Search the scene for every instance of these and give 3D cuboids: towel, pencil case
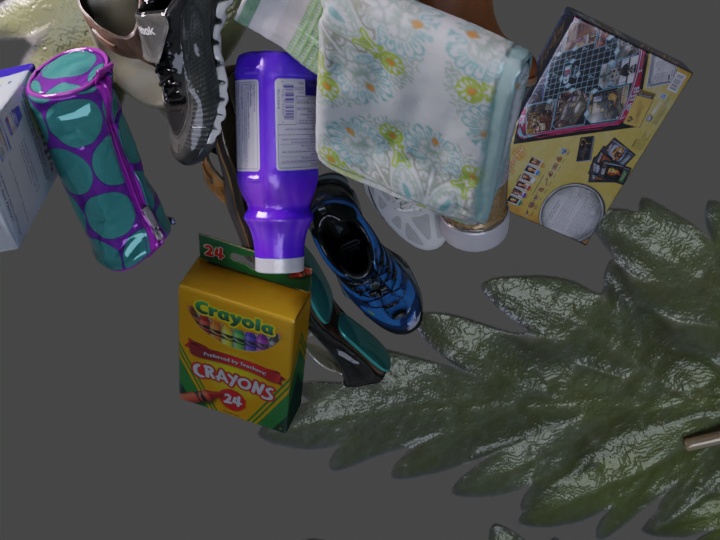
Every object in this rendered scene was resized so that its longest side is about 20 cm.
[{"bbox_3d":[-0.009,-0.196,0.897,0.199,0.031,0.149,36,153,-1],"label":"towel"},{"bbox_3d":[0.043,-0.130,0.872,0.170,0.048,0.201,24,146,12],"label":"towel"},{"bbox_3d":[-0.241,-0.102,1.012,0.092,0.085,0.201,10,133,30],"label":"pencil case"}]

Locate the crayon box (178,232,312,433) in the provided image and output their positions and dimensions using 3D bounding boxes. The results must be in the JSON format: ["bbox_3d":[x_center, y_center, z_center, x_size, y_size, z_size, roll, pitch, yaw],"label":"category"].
[{"bbox_3d":[-0.120,0.067,1.100,0.126,0.051,0.201,16,131,11],"label":"crayon box"}]

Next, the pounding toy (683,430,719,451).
[{"bbox_3d":[0.501,0.163,1.200,0.182,0.142,0.202,16,106,-12],"label":"pounding toy"}]

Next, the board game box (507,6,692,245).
[{"bbox_3d":[0.212,-0.138,1.059,0.134,0.035,0.201,22,116,-14],"label":"board game box"}]

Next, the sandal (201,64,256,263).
[{"bbox_3d":[-0.122,-0.098,1.050,0.054,0.082,0.202,6,127,22],"label":"sandal"}]

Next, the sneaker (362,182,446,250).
[{"bbox_3d":[0.033,-0.083,1.033,0.075,0.116,0.201,-25,117,11],"label":"sneaker"}]

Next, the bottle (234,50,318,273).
[{"bbox_3d":[-0.077,-0.099,1.003,0.065,0.083,0.202,4,99,31],"label":"bottle"}]

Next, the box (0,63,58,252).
[{"bbox_3d":[-0.380,-0.089,0.957,0.182,0.201,0.106,-11,117,3],"label":"box"}]

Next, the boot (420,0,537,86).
[{"bbox_3d":[0.102,-0.262,0.967,0.198,0.074,0.156,20,110,-19],"label":"boot"}]

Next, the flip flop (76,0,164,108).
[{"bbox_3d":[-0.215,-0.234,0.969,0.080,0.058,0.201,-17,118,6],"label":"flip flop"}]

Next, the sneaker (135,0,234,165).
[{"bbox_3d":[-0.161,-0.195,0.947,0.090,0.066,0.202,0,100,-45],"label":"sneaker"}]

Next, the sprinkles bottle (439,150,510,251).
[{"bbox_3d":[0.104,-0.109,0.983,0.067,0.069,0.201,-6,136,0],"label":"sprinkles bottle"}]

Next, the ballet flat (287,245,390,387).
[{"bbox_3d":[-0.045,0.055,1.135,0.068,0.068,0.201,-26,117,22],"label":"ballet flat"}]

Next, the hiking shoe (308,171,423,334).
[{"bbox_3d":[0.000,0.000,1.093,0.074,0.087,0.201,-31,116,13],"label":"hiking shoe"}]
